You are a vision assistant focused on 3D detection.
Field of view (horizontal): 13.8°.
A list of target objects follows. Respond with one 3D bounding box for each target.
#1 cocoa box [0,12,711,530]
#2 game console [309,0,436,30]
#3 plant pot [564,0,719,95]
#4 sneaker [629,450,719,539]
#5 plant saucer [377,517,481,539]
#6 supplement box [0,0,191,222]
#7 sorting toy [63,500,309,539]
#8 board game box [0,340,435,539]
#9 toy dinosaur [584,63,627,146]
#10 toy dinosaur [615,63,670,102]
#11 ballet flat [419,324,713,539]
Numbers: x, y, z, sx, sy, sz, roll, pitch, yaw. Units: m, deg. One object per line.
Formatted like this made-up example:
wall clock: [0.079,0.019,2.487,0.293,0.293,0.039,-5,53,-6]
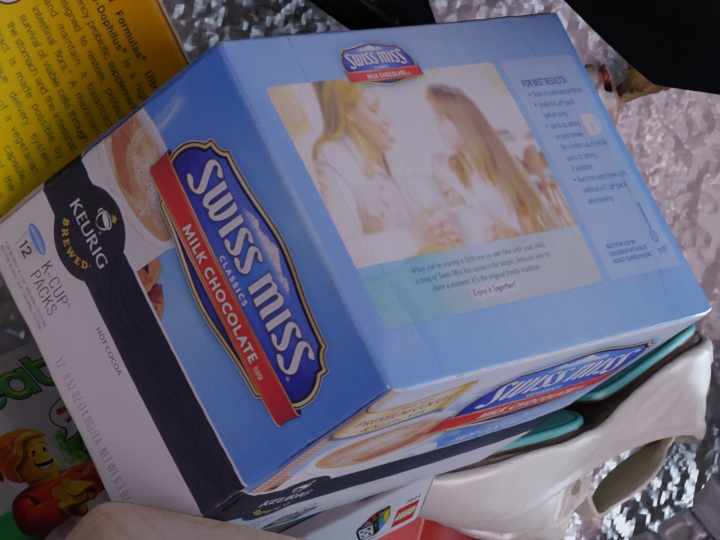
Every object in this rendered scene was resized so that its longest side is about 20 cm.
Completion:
cocoa box: [0.000,0.000,1.036,0.200,0.131,0.134,-11,70,-52]
game console: [-0.022,-0.201,1.083,0.200,0.176,0.116,34,115,-33]
plant pot: [0.126,-0.188,1.056,0.177,0.199,0.200,31,87,-20]
sneaker: [0.173,0.130,1.301,0.091,0.078,0.200,18,119,-46]
plant saucer: [-0.056,0.165,1.218,0.200,0.037,0.200,11,99,-33]
supplement box: [-0.178,-0.066,1.032,0.200,0.109,0.110,-35,120,-18]
sorting toy: [-0.051,0.182,1.024,0.199,0.070,0.200,16,130,-34]
board game box: [-0.086,0.077,1.100,0.200,0.126,0.035,-24,149,-36]
toy dinosaur: [0.049,0.010,1.212,0.200,0.086,0.136,-46,163,9]
toy dinosaur: [0.162,-0.150,1.211,0.101,0.058,0.200,-13,128,-37]
ballet flat: [0.082,0.078,1.230,0.200,0.069,0.070,-23,117,-43]
